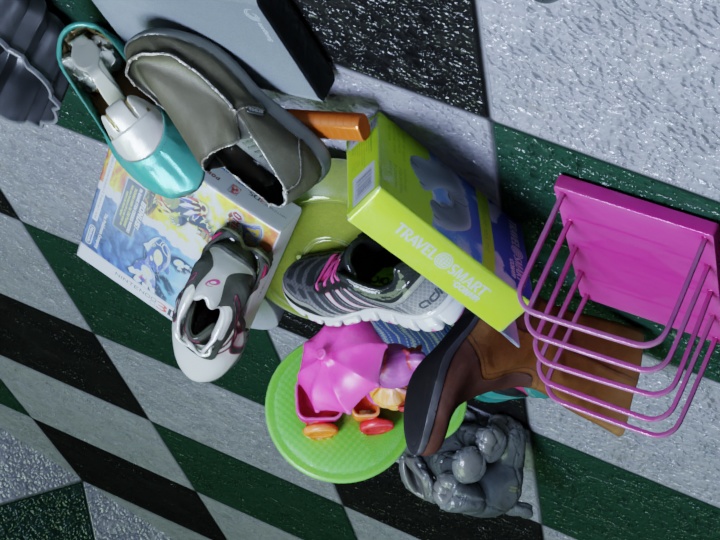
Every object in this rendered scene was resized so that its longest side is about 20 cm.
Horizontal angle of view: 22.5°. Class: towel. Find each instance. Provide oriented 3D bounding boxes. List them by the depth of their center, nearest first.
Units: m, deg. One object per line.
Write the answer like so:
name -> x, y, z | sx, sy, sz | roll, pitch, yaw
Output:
towel -> 0.028, 0.051, 1.946 | 0.200, 0.024, 0.145 | 9, 152, 43

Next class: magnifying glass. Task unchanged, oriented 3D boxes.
magnifying glass -> -0.084, -0.129, 1.554 | 0.200, 0.022, 0.080 | 8, 140, 29

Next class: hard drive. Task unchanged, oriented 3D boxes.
hard drive -> -0.130, -0.207, 1.505 | 0.200, 0.033, 0.140 | 15, 156, 32

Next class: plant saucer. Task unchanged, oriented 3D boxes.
plant saucer -> -0.025, -0.017, 1.690 | 0.199, 0.031, 0.200 | 4, 132, 4

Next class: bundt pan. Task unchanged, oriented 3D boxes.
bundt pan -> -0.350, -0.222, 1.690 | 0.201, 0.076, 0.202 | 25, 161, 9

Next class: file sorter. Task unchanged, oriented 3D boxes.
file sorter -> 0.218, 0.039, 1.519 | 0.139, 0.126, 0.200 | 19, 158, 22

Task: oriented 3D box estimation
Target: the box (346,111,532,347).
box -> 0.074, -0.034, 1.539 | 0.200, 0.122, 0.048 | 36, 118, -24

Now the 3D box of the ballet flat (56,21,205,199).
ballet flat -> -0.206, -0.140, 1.551 | 0.200, 0.067, 0.070 | 53, -170, 28

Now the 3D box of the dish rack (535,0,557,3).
dish rack -> 0.088, -0.246, 1.099 | 0.200, 0.055, 0.153 | 36, 157, -17

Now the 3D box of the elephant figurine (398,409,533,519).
elephant figurine -> 0.093, 0.202, 2.120 | 0.141, 0.156, 0.200 | -12, -155, -41

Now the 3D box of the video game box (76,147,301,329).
video game box -> -0.163, -0.034, 1.679 | 0.182, 0.047, 0.200 | 32, 138, 5

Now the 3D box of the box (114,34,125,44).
box -> -0.171, -0.138, 1.705 | 0.161, 0.049, 0.200 | 20, 159, 14

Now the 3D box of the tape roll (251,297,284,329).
tape roll -> -0.157, -0.018, 1.829 | 0.200, 0.066, 0.200 | 25, 163, 8

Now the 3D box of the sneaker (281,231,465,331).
sneaker -> 0.000, 0.000, 1.601 | 0.200, 0.074, 0.088 | 6, 144, 42

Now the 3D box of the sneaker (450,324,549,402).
sneaker -> 0.121, 0.068, 1.790 | 0.200, 0.084, 0.121 | 36, 149, -24

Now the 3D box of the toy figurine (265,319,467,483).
toy figurine -> 0.012, 0.106, 1.698 | 0.199, 0.151, 0.184 | -2, 162, -5

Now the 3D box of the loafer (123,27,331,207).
loafer -> -0.116, -0.125, 1.503 | 0.200, 0.070, 0.075 | 35, 143, -7

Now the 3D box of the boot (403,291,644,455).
boot -> 0.149, 0.107, 1.642 | 0.200, 0.189, 0.068 | 24, 158, -17

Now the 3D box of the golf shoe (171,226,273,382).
golf shoe -> -0.144, 0.046, 1.638 | 0.077, 0.088, 0.200 | 28, 139, 7
